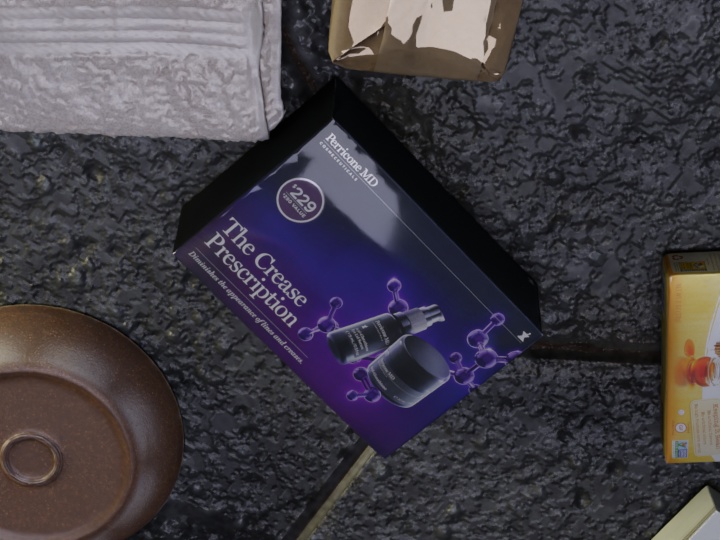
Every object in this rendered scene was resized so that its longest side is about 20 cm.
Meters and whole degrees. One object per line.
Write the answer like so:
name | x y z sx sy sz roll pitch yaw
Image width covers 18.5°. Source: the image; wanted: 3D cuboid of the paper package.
paper package | 0.046 -0.223 1.228 0.103 0.200 0.191 10 115 -4

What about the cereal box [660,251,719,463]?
cereal box | 0.298 0.055 1.446 0.199 0.040 0.144 -3 116 3

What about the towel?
towel | -0.146 -0.144 1.363 0.199 0.034 0.133 1 115 1

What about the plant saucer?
plant saucer | -0.221 0.120 1.493 0.200 0.037 0.201 1 117 1

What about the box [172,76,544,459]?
box | 0.000 0.000 1.408 0.141 0.079 0.200 -40 109 16

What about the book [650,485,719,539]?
book | 0.229 0.258 1.548 0.133 0.048 0.200 33 111 -18
